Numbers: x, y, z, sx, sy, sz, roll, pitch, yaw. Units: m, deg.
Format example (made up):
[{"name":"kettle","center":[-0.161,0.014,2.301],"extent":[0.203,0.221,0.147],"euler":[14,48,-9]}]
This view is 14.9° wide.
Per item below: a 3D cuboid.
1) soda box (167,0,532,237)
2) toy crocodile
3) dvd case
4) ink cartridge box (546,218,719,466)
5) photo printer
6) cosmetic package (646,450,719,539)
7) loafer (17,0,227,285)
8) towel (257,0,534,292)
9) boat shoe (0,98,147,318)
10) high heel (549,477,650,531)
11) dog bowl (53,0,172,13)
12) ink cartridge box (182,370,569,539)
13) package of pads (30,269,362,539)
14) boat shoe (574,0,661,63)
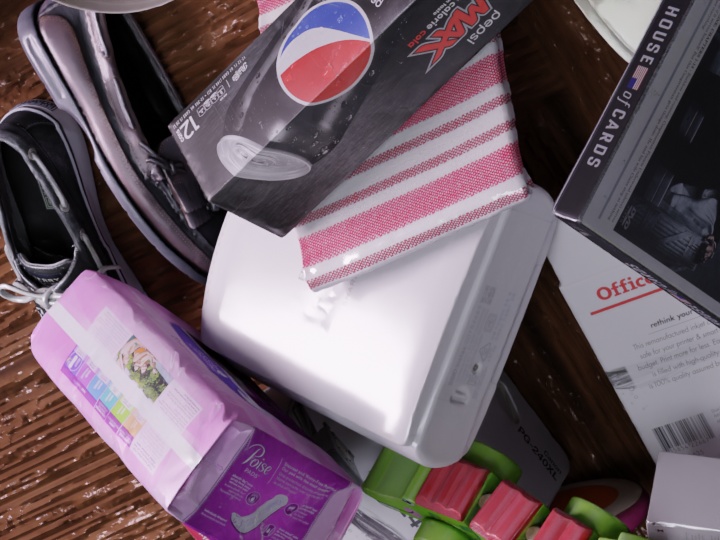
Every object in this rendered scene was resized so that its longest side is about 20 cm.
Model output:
[{"name":"soda box","center":[-0.005,-0.112,1.465],"extent":[0.200,0.071,0.063],"euler":[-44,51,17]},{"name":"toy crocodile","center":[0.083,0.140,1.525],"extent":[0.200,0.068,0.062],"euler":[25,165,36]},{"name":"dvd case","center":[0.194,-0.055,1.420],"extent":[0.025,0.200,0.150],"euler":[24,85,45]},{"name":"ink cartridge box","center":[0.194,0.026,1.550],"extent":[0.116,0.067,0.200],"euler":[-20,107,29]},{"name":"photo printer","center":[0.000,0.000,1.552],"extent":[0.200,0.069,0.167],"euler":[25,96,40]},{"name":"cosmetic package","center":[0.211,0.171,1.568],"extent":[0.082,0.051,0.200],"euler":[5,150,12]},{"name":"loafer","center":[-0.123,-0.083,1.618],"extent":[0.063,0.072,0.200],"euler":[-32,98,26]},{"name":"towel","center":[0.019,-0.100,1.509],"extent":[0.146,0.030,0.200],"euler":[-23,64,29]},{"name":"boat shoe","center":[-0.181,-0.002,1.678],"extent":[0.074,0.068,0.200],"euler":[-2,115,22]},{"name":"high heel","center":[0.115,0.195,1.674],"extent":[0.200,0.067,0.096],"euler":[-28,110,37]},{"name":"dog bowl","center":[-0.141,-0.248,1.544],"extent":[0.200,0.059,0.200],"euler":[8,116,17]},{"name":"ink cartridge box","center":[0.003,0.126,1.663],"extent":[0.200,0.083,0.145],"euler":[-33,100,31]},{"name":"package of pads","center":[-0.096,0.087,1.575],"extent":[0.120,0.200,0.076],"euler":[33,95,-41]},{"name":"boat shoe","center":[0.117,-0.193,1.468],"extent":[0.072,0.060,0.202],"euler":[-35,89,14]}]
